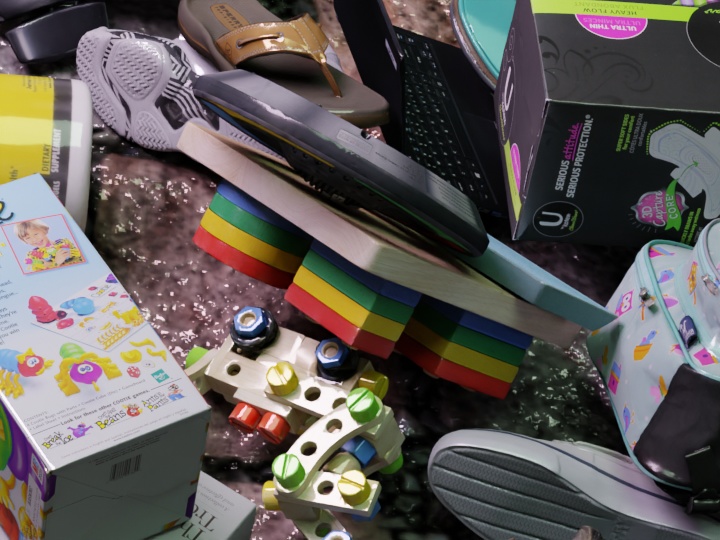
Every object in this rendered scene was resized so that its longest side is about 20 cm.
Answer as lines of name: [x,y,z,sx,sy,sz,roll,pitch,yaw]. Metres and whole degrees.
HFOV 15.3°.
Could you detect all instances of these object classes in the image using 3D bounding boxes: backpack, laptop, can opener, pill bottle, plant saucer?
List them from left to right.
pill bottle: [-0.273,-0.071,1.697,0.200,0.114,0.114,3,47,-10]
can opener: [-0.180,-0.207,1.896,0.200,0.079,0.063,-29,20,-37]
laptop: [0.053,-0.142,1.800,0.200,0.103,0.177,16,40,-35]
plant saucer: [0.078,-0.011,1.689,0.070,0.019,0.200,23,8,-39]
backpack: [0.239,0.057,1.659,0.176,0.154,0.200,16,17,-20]

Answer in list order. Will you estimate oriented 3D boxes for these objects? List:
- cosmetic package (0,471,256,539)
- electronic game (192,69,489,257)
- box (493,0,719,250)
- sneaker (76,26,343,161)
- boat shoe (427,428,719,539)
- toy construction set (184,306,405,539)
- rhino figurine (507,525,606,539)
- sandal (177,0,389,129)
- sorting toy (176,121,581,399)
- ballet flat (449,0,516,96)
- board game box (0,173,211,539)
cosmetic package: [-0.184,0.146,1.560,0.200,0.052,0.151,29,50,14]
electronic game: [-0.012,-0.062,1.601,0.200,0.200,0.042,29,88,14]
box: [0.197,-0.104,1.739,0.200,0.124,0.149,4,43,-9]
sneaker: [-0.090,-0.123,1.822,0.200,0.075,0.115,23,31,26]
boat shoe: [0.136,0.141,1.637,0.200,0.074,0.067,24,31,-5]
toy construction set: [-0.058,0.091,1.620,0.200,0.092,0.131,26,67,16]
rhino figurine: [0.089,0.206,1.559,0.200,0.060,0.088,-23,76,-31]
sandal: [-0.053,-0.148,1.747,0.082,0.055,0.200,-10,37,-29]
sorting toy: [0.000,0.000,1.669,0.200,0.070,0.199,21,9,-46]
ballet flat: [0.133,-0.115,1.864,0.200,0.073,0.073,42,52,16]
board game box: [-0.184,0.058,1.534,0.105,0.103,0.200,-20,55,-28]
